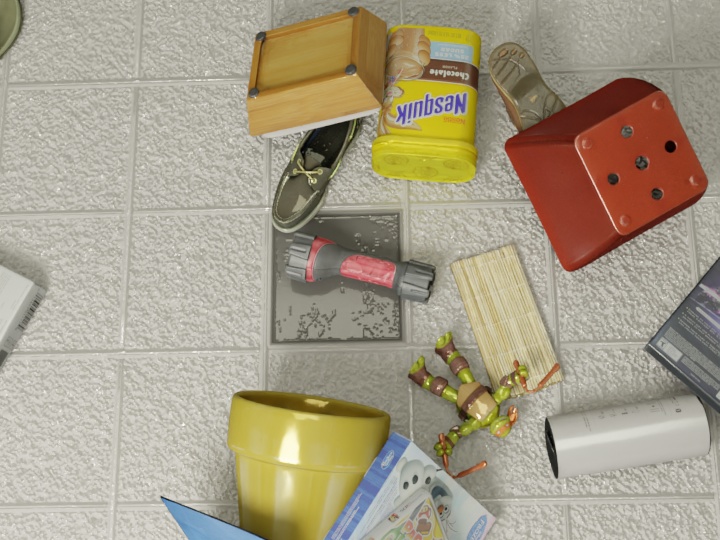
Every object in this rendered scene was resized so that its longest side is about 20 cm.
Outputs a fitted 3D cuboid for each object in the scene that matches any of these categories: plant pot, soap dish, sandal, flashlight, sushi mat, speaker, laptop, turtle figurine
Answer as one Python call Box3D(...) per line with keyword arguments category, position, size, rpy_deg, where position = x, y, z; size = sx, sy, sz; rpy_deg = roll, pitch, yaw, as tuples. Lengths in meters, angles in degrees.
Box3D(category="plant pot", position=(0.332, -0.131, 1.384), size=(0.198, 0.176, 0.202), rpy_deg=(-28, 93, -7))
Box3D(category="soap dish", position=(-0.064, -0.275, 1.481), size=(0.197, 0.081, 0.160), rpy_deg=(-10, 54, 19))
Box3D(category="sandal", position=(-0.564, -0.336, 1.576), size=(0.079, 0.057, 0.203), rpy_deg=(23, 76, 9))
Box3D(category="flashlight", position=(0.000, 0.000, 1.445), size=(0.197, 0.068, 0.069), rpy_deg=(14, 73, 8))
Box3D(category="plant pot", position=(-0.071, 0.257, 1.315), size=(0.197, 0.201, 0.193), rpy_deg=(7, 88, 5))
Box3D(category="sushi mat", position=(0.196, 0.069, 1.443), size=(0.094, 0.012, 0.203), rpy_deg=(-17, 73, -3))
Box3D(category="speaker", position=(0.334, 0.209, 1.360), size=(0.196, 0.081, 0.083), rpy_deg=(-9, 73, -1))
Box3D(category="laptop", position=(-0.159, 0.391, 1.257), size=(0.185, 0.115, 0.203), rpy_deg=(11, 84, 35))
Box3D(category="turtle figurine", position=(0.150, 0.157, 1.392), size=(0.200, 0.064, 0.161), rpy_deg=(-45, 69, -1))

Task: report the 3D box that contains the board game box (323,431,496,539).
Box3D(category="board game box", position=(0.050, 0.331, 1.288), size=(0.043, 0.199, 0.201), rpy_deg=(18, 68, 52))

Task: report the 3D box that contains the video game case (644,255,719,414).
Box3D(category="video game case", position=(0.475, 0.084, 1.390), size=(0.143, 0.019, 0.200), rpy_deg=(41, 58, 13))

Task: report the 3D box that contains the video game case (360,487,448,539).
Box3D(category="video game case", position=(0.041, 0.385, 1.253), size=(0.181, 0.202, 0.023), rpy_deg=(-35, 31, -25))

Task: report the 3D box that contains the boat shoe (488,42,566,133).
Box3D(category="boat shoe", position=(0.243, -0.224, 1.499), size=(0.071, 0.068, 0.202), rpy_deg=(-30, 92, 4))

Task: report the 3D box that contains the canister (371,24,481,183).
Box3D(category="canister", position=(0.095, -0.235, 1.502), size=(0.146, 0.087, 0.204), rpy_deg=(4, 72, 4))

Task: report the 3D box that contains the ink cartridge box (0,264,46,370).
Box3D(category="ink cartridge box", position=(-0.555, 0.051, 1.471), size=(0.198, 0.057, 0.164), rpy_deg=(23, 76, 18))

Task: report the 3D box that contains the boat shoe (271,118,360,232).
Box3D(category="boat shoe", position=(-0.066, -0.148, 1.495), size=(0.071, 0.060, 0.203), rpy_deg=(28, 76, 11))
